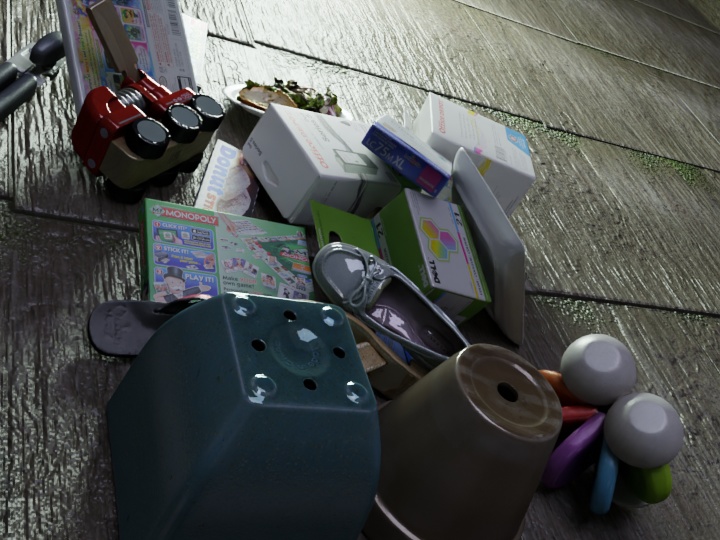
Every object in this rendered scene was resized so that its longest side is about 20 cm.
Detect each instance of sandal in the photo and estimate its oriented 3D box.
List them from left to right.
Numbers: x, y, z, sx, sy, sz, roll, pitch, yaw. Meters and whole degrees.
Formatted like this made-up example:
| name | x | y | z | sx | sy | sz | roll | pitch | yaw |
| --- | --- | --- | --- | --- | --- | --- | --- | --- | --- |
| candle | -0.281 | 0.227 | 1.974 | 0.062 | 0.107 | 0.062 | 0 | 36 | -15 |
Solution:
| name | x | y | z | sx | sy | sz | roll | pitch | yaw |
| --- | --- | --- | --- | --- | --- | --- | --- | --- | --- |
| sandal | -0.171 | 0.057 | 0.910 | 0.198 | 0.045 | 0.076 | 1 | 70 | -31 |
| sandal | -0.005 | 0.109 | 0.967 | 0.211 | 0.078 | 0.070 | 31 | 41 | -12 |

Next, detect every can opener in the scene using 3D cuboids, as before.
| name | x | y | z | sx | sy | sz | roll | pitch | yaw |
| --- | --- | --- | --- | --- | --- | --- | --- | --- | --- |
| can opener | -0.419 | -0.238 | 1.095 | 0.052 | 0.067 | 0.201 | 28 | 40 | -6 |

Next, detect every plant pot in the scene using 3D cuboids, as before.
| name | x | y | z | sx | sy | sz | roll | pitch | yaw |
| --- | --- | --- | --- | --- | --- | --- | --- | --- | --- |
| plant pot | -0.086 | 0.131 | 0.766 | 0.194 | 0.201 | 0.197 | 9 | 41 | -29 |
| plant pot | 0.102 | 0.171 | 0.883 | 0.198 | 0.174 | 0.201 | 20 | 35 | -15 |

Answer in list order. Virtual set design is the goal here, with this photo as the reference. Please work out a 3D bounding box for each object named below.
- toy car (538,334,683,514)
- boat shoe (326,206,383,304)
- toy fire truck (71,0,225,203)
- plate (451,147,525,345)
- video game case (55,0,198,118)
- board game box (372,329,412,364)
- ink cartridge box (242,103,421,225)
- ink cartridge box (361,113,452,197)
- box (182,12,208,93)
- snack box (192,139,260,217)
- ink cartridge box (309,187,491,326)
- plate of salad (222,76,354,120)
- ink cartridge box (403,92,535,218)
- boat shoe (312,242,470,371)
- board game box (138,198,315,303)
| name | x | y | z | sx | sy | sz | roll | pitch | yaw |
| --- | --- | --- | --- | --- | --- | --- | --- | --- | --- |
| toy car | 0.259 | 0.186 | 1.021 | 0.149 | 0.176 | 0.201 | -25 | 56 | -10 |
| boat shoe | -0.002 | -0.002 | 1.130 | 0.073 | 0.063 | 0.201 | 38 | 39 | -15 |
| toy fire truck | -0.282 | -0.210 | 1.085 | 0.200 | 0.129 | 0.176 | 41 | 36 | 5 |
| plate | 0.162 | -0.028 | 1.187 | 0.032 | 0.201 | 0.201 | -18 | 49 | -6 |
| video game case | -0.302 | -0.288 | 1.183 | 0.181 | 0.024 | 0.202 | -5 | 79 | -45 |
| board game box | 0.068 | 0.073 | 1.112 | 0.102 | 0.020 | 0.201 | 27 | 35 | -5 |
| ink cartridge box | -0.037 | -0.134 | 1.210 | 0.199 | 0.084 | 0.146 | 2 | 44 | -47 |
| ink cartridge box | 0.063 | -0.151 | 1.175 | 0.119 | 0.042 | 0.200 | 36 | 12 | -2 |
| box | -0.284 | -0.324 | 1.322 | 0.109 | 0.035 | 0.201 | 17 | 37 | -20 |
| snack box | -0.168 | -0.091 | 1.129 | 0.071 | 0.024 | 0.201 | 25 | 35 | -15 |
| ink cartridge box | 0.048 | -0.022 | 1.081 | 0.199 | 0.076 | 0.149 | 15 | 49 | -39 |
| plate of salad | -0.103 | -0.252 | 1.320 | 0.198 | 0.048 | 0.200 | 12 | 21 | -5 |
| ink cartridge box | 0.142 | -0.162 | 1.363 | 0.198 | 0.126 | 0.129 | 22 | 35 | -13 |
| boat shoe | 0.036 | 0.038 | 0.979 | 0.202 | 0.065 | 0.075 | 40 | 77 | -1 |
| board game box | -0.147 | -0.003 | 1.012 | 0.198 | 0.029 | 0.136 | 10 | 52 | -28 |
